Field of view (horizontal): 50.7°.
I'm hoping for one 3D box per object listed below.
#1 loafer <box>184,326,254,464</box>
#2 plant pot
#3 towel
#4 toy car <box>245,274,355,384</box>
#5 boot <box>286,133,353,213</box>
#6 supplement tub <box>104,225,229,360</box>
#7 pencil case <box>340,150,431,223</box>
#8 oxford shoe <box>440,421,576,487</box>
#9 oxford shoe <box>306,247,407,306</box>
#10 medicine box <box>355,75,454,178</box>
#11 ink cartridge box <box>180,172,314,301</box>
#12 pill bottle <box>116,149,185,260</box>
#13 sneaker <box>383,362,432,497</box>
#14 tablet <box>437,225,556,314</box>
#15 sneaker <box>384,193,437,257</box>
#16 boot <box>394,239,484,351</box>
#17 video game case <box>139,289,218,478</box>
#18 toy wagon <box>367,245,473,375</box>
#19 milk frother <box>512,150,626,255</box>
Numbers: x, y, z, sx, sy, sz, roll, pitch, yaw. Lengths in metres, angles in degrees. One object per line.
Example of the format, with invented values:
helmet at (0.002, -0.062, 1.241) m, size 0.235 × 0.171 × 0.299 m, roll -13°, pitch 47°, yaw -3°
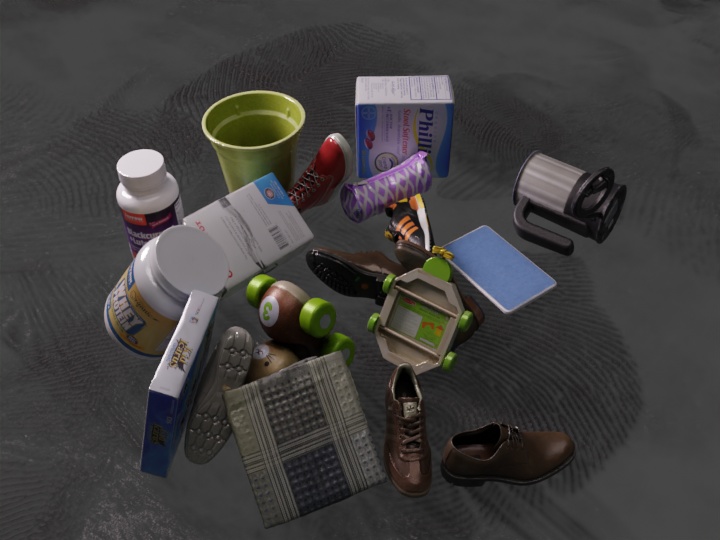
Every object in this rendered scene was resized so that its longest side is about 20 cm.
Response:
loafer at (-0.206, 0.181, 1.110) m, size 0.069 × 0.204 × 0.070 m, roll 23°, pitch -1°, yaw -16°
plant pot at (-0.200, -0.219, 1.496) m, size 0.195 × 0.187 × 0.203 m, roll -1°, pitch 42°, yaw 1°
towel at (-0.079, 0.232, 1.071) m, size 0.189 × 0.035 × 0.204 m, roll -17°, pitch 80°, yaw -16°
toy car at (-0.137, 0.133, 1.165) m, size 0.162 × 0.159 × 0.201 m, roll 19°, pitch 59°, yaw 41°
boot at (-0.095, -0.167, 1.440) m, size 0.143 × 0.201 × 0.073 m, roll -32°, pitch 75°, yaw -29°
supplement tub at (-0.303, 0.036, 1.192) m, size 0.143 × 0.200 × 0.147 m, roll 23°, pitch 46°, yaw -26°
pencil case at (0.050, -0.166, 1.510) m, size 0.197 × 0.087 × 0.084 m, roll -26°, pitch 36°, yaw -26°
oxford shoe at (0.213, 0.253, 1.069) m, size 0.195 × 0.086 × 0.073 m, roll -7°, pitch 41°, yaw -9°
oxford shoe at (0.000, 0.000, 1.341) m, size 0.196 × 0.074 × 0.085 m, roll 21°, pitch 43°, yaw 5°
medicine box at (0.088, -0.295, 1.574) m, size 0.195 × 0.185 × 0.104 m, roll 0°, pitch 43°, yaw 1°
ink cartridge box at (-0.206, -0.060, 1.359) m, size 0.198 × 0.084 × 0.147 m, roll -32°, pitch 86°, yaw -30°
pill bottle at (-0.376, -0.110, 1.371) m, size 0.109 × 0.203 × 0.113 m, roll -1°, pitch 42°, yaw 1°
sneaker at (0.064, 0.226, 1.104) m, size 0.069 × 0.077 × 0.202 m, roll -4°, pitch 43°, yaw -4°
tablet at (0.248, -0.005, 1.390) m, size 0.128 × 0.014 × 0.200 m, roll -26°, pitch 50°, yaw -24°
sneaker at (0.091, -0.059, 1.420) m, size 0.088 × 0.071 × 0.202 m, roll -14°, pitch 43°, yaw 9°
boot at (0.112, 0.046, 1.250) m, size 0.200 × 0.075 × 0.097 m, roll 44°, pitch 61°, yaw -4°
video game case at (-0.258, 0.162, 1.084) m, size 0.044 × 0.202 × 0.183 m, roll 16°, pitch 44°, yaw -5°
toy wagon at (0.103, 0.061, 1.206) m, size 0.153 × 0.204 × 0.039 m, roll 25°, pitch 9°, yaw 23°
milk frother at (0.379, -0.154, 1.411) m, size 0.186 × 0.203 × 0.180 m, roll 27°, pitch 53°, yaw 27°
